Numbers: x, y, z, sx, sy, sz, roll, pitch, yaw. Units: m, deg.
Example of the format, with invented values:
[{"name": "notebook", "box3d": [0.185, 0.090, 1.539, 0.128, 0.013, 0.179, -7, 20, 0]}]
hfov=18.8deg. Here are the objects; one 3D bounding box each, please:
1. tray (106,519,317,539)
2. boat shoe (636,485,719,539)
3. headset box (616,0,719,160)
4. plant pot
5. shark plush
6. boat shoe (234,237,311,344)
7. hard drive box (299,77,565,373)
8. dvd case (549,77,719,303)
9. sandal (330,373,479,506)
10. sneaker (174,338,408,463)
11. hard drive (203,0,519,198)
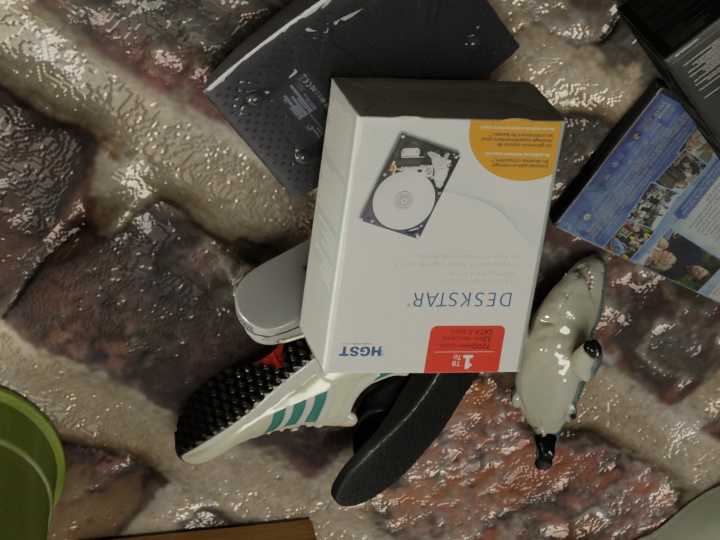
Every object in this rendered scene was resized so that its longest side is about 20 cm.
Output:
[{"name": "tray", "box3d": [-0.139, 0.265, 1.828, 0.199, 0.037, 0.099, -4, 127, -12]}, {"name": "boat shoe", "box3d": [0.300, 0.251, 1.920, 0.200, 0.076, 0.060, -29, 129, 22]}, {"name": "headset box", "box3d": [0.318, -0.158, 1.587, 0.174, 0.093, 0.200, -38, 125, 6]}, {"name": "plant pot", "box3d": [-0.313, 0.219, 1.646, 0.199, 0.190, 0.201, -8, 129, -10]}, {"name": "shark plush", "box3d": [0.170, 0.087, 1.756, 0.091, 0.083, 0.201, 11, 127, 27]}, {"name": "boat shoe", "box3d": [0.000, 0.000, 1.650, 0.200, 0.072, 0.066, -31, 160, -8]}, {"name": "hard drive box", "box3d": [0.049, -0.031, 1.557, 0.155, 0.077, 0.201, -1, 116, -17]}, {"name": "dvd case", "box3d": [0.266, -0.057, 1.709, 0.200, 0.018, 0.143, 23, 116, -28]}, {"name": "sandal", "box3d": [0.040, 0.105, 1.750, 0.201, 0.048, 0.075, -53, 147, 7]}, {"name": "sneaker", "box3d": [-0.050, 0.106, 1.709, 0.200, 0.070, 0.093, -37, 121, 9]}, {"name": "hard drive", "box3d": [-0.001, -0.151, 1.548, 0.200, 0.042, 0.135, -33, 128, 10]}]
